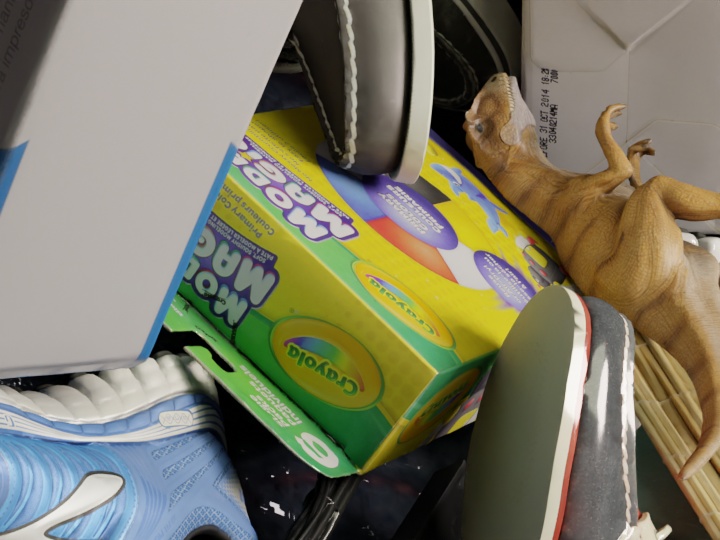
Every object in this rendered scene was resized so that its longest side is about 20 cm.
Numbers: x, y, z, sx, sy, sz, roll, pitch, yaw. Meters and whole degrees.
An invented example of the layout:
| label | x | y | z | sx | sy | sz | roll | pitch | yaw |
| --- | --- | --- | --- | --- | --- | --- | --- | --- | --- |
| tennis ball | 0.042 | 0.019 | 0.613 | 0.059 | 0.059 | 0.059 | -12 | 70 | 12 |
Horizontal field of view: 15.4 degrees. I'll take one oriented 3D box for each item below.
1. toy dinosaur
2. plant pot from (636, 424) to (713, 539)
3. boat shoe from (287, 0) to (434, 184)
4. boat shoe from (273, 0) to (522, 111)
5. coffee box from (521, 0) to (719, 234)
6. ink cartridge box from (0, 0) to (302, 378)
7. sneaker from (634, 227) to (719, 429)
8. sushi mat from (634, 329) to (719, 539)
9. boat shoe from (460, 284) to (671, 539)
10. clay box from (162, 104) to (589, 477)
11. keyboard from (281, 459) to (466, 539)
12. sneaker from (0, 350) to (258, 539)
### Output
| label | x | y | z | sx | sy | sz | roll | pitch | yaw |
| --- | --- | --- | --- | --- | --- | --- | --- | --- | --- |
| toy dinosaur | 0.104 | 0.003 | 0.892 | 0.106 | 0.060 | 0.200 | -23 | 45 | -13 |
| plant pot | 0.170 | 0.123 | 0.859 | 0.200 | 0.141 | 0.141 | 17 | 31 | 22 |
| boat shoe | -0.019 | -0.117 | 0.879 | 0.061 | 0.072 | 0.201 | -2 | 62 | -16 |
| boat shoe | -0.028 | -0.104 | 0.963 | 0.200 | 0.071 | 0.064 | 30 | 51 | -20 |
| coffee box | 0.110 | -0.115 | 1.028 | 0.080 | 0.114 | 0.200 | 4 | 33 | 8 |
| ink cartridge box | -0.120 | -0.085 | 0.739 | 0.084 | 0.145 | 0.200 | -4 | 37 | -45 |
| sneaker | 0.144 | 0.042 | 1.011 | 0.200 | 0.075 | 0.081 | 19 | 75 | -43 |
| sushi mat | 0.141 | 0.052 | 0.841 | 0.200 | 0.096 | 0.012 | -113 | -167 | -67 |
| boat shoe | 0.066 | 0.105 | 0.803 | 0.063 | 0.071 | 0.200 | 5 | 91 | -15 |
| clay box | 0.000 | 0.000 | 0.858 | 0.115 | 0.048 | 0.200 | 43 | 20 | 13 |
| keyboard | -0.006 | 0.122 | 0.794 | 0.200 | 0.021 | 0.127 | -53 | 130 | -53 |
| sneaker | -0.097 | 0.079 | 0.727 | 0.200 | 0.079 | 0.089 | -9 | 63 | -48 |
